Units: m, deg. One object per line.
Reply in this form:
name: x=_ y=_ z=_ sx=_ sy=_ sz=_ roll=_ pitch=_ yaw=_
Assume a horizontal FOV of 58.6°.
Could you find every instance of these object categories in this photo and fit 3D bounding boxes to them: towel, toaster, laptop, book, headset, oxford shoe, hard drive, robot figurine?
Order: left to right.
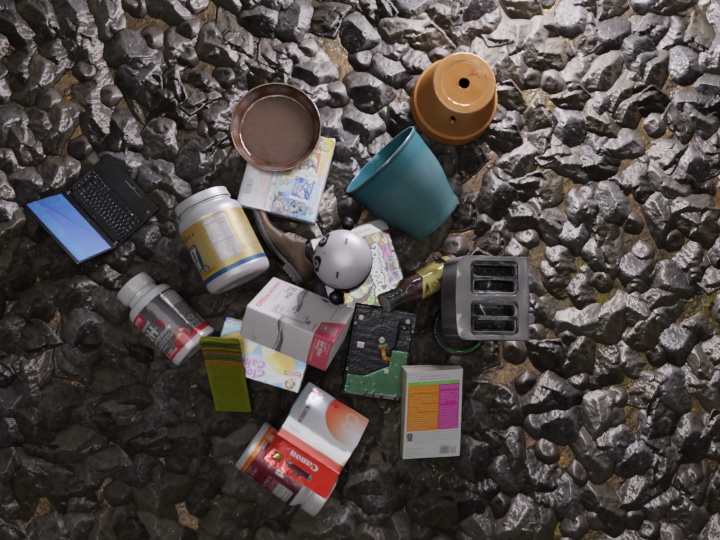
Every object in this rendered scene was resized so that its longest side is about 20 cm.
laptop: x=-0.584 y=-0.139 z=1.404 sx=0.200 sy=0.103 sz=0.177 roll=-43 pitch=89 yaw=-5
towel: x=-0.287 y=0.226 z=1.371 sx=0.086 sy=0.018 sz=0.200 roll=2 pitch=121 yaw=9
oxford shoe: x=-0.168 y=-0.062 z=1.435 sx=0.084 sy=0.073 sz=0.200 roll=-38 pitch=100 yaw=-7
robot figurine: x=-0.038 y=-0.019 z=1.333 sx=0.125 sy=0.200 sz=0.150 roll=-30 pitch=88 yaw=-1
hard drive: x=0.040 y=0.180 z=1.421 sx=0.139 sy=0.038 sz=0.200 roll=9 pitch=94 yaw=-6
book: x=0.157 y=0.311 z=1.408 sx=0.133 sy=0.048 sz=0.200 roll=0 pitch=98 yaw=-10
headset: x=0.239 y=0.092 z=1.449 sx=0.123 sy=0.094 sz=0.200 roll=23 pitch=100 yaw=-5
toaster: x=0.259 y=0.057 z=1.347 sx=0.200 sy=0.119 sz=0.181 roll=2 pitch=84 yaw=-8

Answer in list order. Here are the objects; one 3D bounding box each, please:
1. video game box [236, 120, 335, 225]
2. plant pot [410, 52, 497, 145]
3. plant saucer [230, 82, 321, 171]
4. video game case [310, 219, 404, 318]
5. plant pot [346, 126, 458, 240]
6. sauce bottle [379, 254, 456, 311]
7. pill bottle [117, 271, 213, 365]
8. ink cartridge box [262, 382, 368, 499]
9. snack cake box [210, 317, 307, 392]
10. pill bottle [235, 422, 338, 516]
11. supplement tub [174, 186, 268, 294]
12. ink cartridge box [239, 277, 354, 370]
video game box: x=-0.167 y=-0.220 z=1.456 sx=0.182 sy=0.047 sz=0.200 roll=14 pitch=85 yaw=2
plant pot: x=0.218 y=-0.396 z=1.440 sx=0.200 sy=0.140 sz=0.201 roll=0 pitch=86 yaw=-1
plant saucer: x=-0.187 y=-0.315 z=1.426 sx=0.200 sy=0.034 sz=0.201 roll=0 pitch=83 yaw=-3
video game case: x=0.000 y=0.000 z=1.451 sx=0.181 sy=0.036 sz=0.200 roll=-16 pitch=87 yaw=-2
plant pot: x=0.104 y=-0.176 z=1.402 sx=0.188 sy=0.200 sz=0.200 roll=44 pitch=85 yaw=-14
sauce bottle: x=0.134 y=0.031 z=1.416 sx=0.200 sy=0.066 sz=0.066 roll=-28 pitch=87 yaw=-20
pill bottle: x=-0.425 y=0.100 z=1.389 sx=0.200 sy=0.111 sz=0.111 roll=44 pitch=85 yaw=1
ink cartridge box: x=-0.091 y=0.353 z=1.357 sx=0.162 sy=0.200 sz=0.050 roll=32 pitch=130 yaw=0
snack cake box: x=-0.213 y=0.185 z=1.413 sx=0.200 sy=0.067 sz=0.115 roll=16 pitch=84 yaw=-1
pill bottle: x=-0.155 y=0.427 z=1.373 sx=0.200 sy=0.114 sz=0.114 roll=35 pitch=85 yaw=0
supplement tub: x=-0.302 y=-0.065 z=1.389 sx=0.144 sy=0.145 sz=0.200 roll=-27 pitch=87 yaw=-4
ink cartridge box: x=-0.133 y=0.110 z=1.363 sx=0.200 sy=0.147 sz=0.083 roll=21 pitch=120 yaw=7
